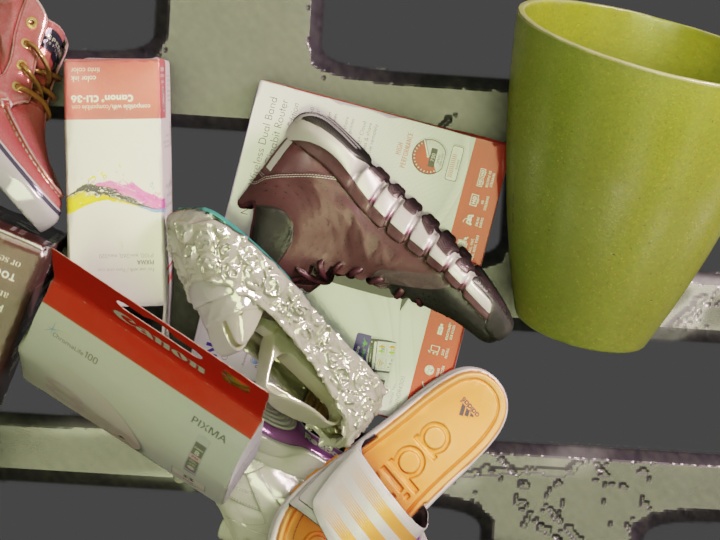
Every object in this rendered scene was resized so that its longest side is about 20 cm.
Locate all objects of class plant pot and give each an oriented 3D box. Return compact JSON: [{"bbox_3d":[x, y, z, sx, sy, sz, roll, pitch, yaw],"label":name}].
[{"bbox_3d":[0.169,-0.056,1.521,0.185,0.187,0.202,13,108,-3],"label":"plant pot"}]

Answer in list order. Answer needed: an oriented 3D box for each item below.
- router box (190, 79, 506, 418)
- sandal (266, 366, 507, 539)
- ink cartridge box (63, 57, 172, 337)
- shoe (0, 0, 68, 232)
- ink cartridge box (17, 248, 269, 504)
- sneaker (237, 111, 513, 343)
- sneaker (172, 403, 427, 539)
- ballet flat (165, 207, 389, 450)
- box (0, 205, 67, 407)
[{"bbox_3d":[-0.008,-0.011,1.568,0.178,0.049,0.202,14,94,-3],"label":"router box"},{"bbox_3d":[0.019,0.138,1.509,0.079,0.059,0.207,45,79,-4],"label":"sandal"},{"bbox_3d":[-0.160,-0.039,1.527,0.067,0.116,0.202,-1,94,-2],"label":"ink cartridge box"},{"bbox_3d":[-0.227,-0.123,1.511,0.091,0.072,0.201,-35,62,-2],"label":"shoe"},{"bbox_3d":[-0.138,0.072,1.436,0.162,0.200,0.057,33,78,4],"label":"ink cartridge box"},{"bbox_3d":[0.000,0.000,1.514,0.200,0.076,0.116,45,97,6],"label":"sneaker"},{"bbox_3d":[-0.039,0.163,1.579,0.199,0.075,0.100,37,111,-4],"label":"sneaker"},{"bbox_3d":[-0.058,0.043,1.480,0.072,0.072,0.200,-45,114,1],"label":"ballet flat"},{"bbox_3d":[-0.306,0.041,1.503,0.163,0.166,0.202,22,93,-4],"label":"box"}]
